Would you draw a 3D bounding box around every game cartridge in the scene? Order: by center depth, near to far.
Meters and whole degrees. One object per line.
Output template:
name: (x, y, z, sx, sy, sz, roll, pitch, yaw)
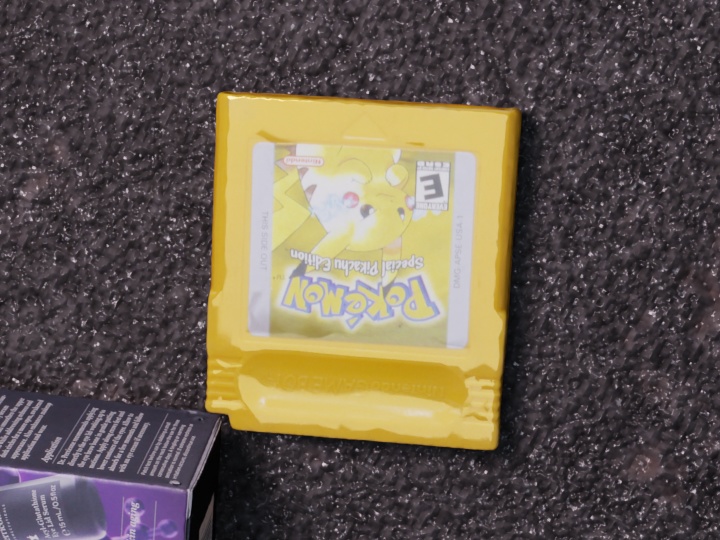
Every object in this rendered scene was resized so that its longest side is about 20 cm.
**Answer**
game cartridge: (0.000, 0.000, 1.001, 0.176, 0.032, 0.200, 3, 98, 6)

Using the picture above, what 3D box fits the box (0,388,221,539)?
box: (-0.188, 0.156, 0.995, 0.200, 0.104, 0.148, 5, 110, 4)
